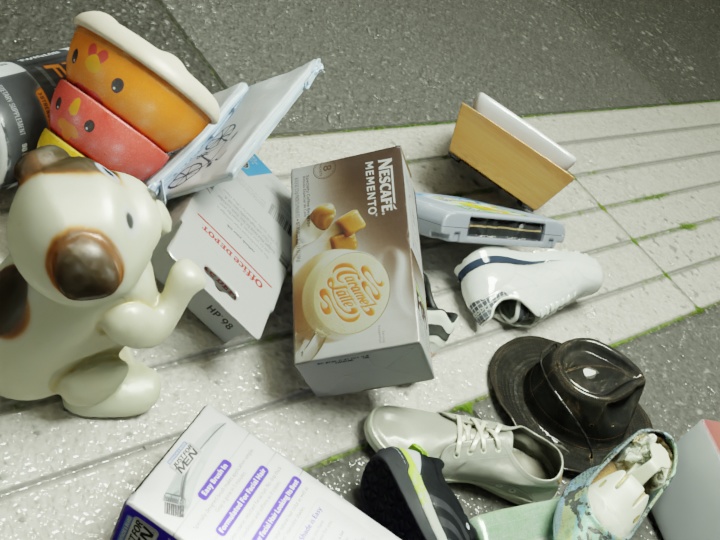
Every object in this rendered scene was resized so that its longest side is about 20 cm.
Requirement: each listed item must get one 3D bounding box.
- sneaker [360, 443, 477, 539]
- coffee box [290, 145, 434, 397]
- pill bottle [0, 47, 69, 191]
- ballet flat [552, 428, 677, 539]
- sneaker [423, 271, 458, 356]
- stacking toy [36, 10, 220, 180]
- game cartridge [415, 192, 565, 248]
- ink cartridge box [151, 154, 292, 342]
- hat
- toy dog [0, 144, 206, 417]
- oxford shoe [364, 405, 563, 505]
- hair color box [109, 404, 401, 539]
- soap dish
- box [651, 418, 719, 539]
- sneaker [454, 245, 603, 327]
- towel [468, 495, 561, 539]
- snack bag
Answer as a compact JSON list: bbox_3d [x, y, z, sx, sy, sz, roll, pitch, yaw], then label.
[{"bbox_3d":[0.069,0.220,0.745,0.082,0.072,0.202,7,47,-35],"label":"sneaker"},{"bbox_3d":[0.000,0.000,0.862,0.112,0.080,0.203,-9,59,11],"label":"coffee box"},{"bbox_3d":[-0.287,-0.149,0.889,0.106,0.107,0.199,40,38,13],"label":"pill bottle"},{"bbox_3d":[0.233,0.195,0.848,0.074,0.075,0.199,41,35,14],"label":"ballet flat"},{"bbox_3d":[0.023,0.008,0.941,0.201,0.080,0.073,52,21,23],"label":"sneaker"},{"bbox_3d":[-0.225,-0.100,0.810,0.145,0.202,0.146,32,-4,2],"label":"stacking toy"},{"bbox_3d":[0.122,-0.059,1.082,0.197,0.041,0.132,2,9,-39],"label":"game cartridge"},{"bbox_3d":[-0.125,-0.023,0.861,0.116,0.066,0.201,46,32,-21],"label":"ink cartridge box"},{"bbox_3d":[0.235,0.120,0.972,0.197,0.081,0.202,20,37,-16],"label":"hat"},{"bbox_3d":[-0.210,0.000,0.683,0.191,0.201,0.141,-2,55,-30],"label":"toy dog"},{"bbox_3d":[0.098,0.157,0.855,0.197,0.058,0.076,19,42,-12],"label":"oxford shoe"},{"bbox_3d":[-0.065,0.200,0.681,0.198,0.065,0.110,35,40,4],"label":"hair color box"},{"bbox_3d":[0.182,-0.142,1.179,0.156,0.082,0.200,35,8,3],"label":"soap dish"},{"bbox_3d":[0.396,0.247,0.917,0.197,0.107,0.154,13,41,-26],"label":"box"},{"bbox_3d":[0.198,0.026,1.073,0.196,0.077,0.082,-1,55,-27],"label":"sneaker"},{"bbox_3d":[0.189,0.282,0.786,0.151,0.023,0.202,1,49,-41],"label":"towel"},{"bbox_3d":[-0.145,-0.123,0.884,0.022,0.197,0.190,57,44,-27],"label":"snack bag"}]
